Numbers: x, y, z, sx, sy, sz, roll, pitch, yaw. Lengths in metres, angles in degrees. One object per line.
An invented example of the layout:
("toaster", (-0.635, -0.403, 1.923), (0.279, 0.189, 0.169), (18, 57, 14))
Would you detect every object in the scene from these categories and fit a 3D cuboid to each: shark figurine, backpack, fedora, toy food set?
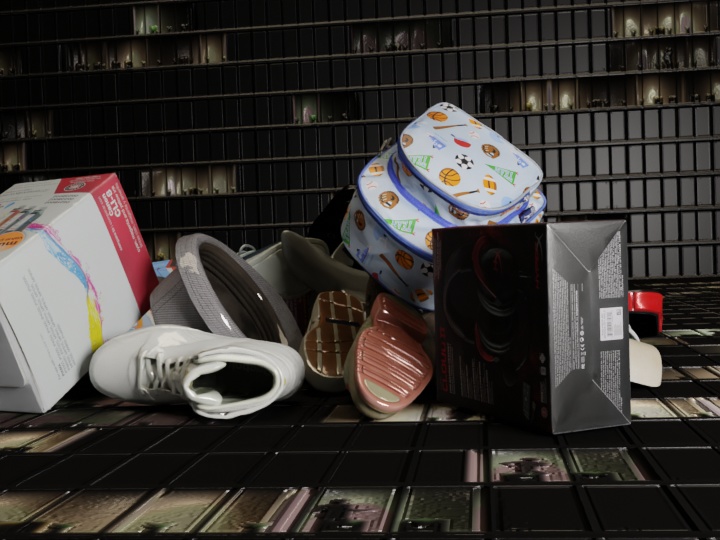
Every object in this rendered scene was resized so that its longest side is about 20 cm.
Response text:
("shark figurine", (0.017, 0.010, 1.160), (0.210, 0.131, 0.089), (-8, 22, -18))
("backpack", (0.080, -0.058, 1.005), (0.198, 0.155, 0.190), (33, 51, 18))
("fedora", (-0.143, 0.057, 1.022), (0.090, 0.178, 0.200), (-34, -32, 11))
("toy food set", (0.183, 0.077, 0.981), (0.141, 0.062, 0.200), (16, -2, -15))

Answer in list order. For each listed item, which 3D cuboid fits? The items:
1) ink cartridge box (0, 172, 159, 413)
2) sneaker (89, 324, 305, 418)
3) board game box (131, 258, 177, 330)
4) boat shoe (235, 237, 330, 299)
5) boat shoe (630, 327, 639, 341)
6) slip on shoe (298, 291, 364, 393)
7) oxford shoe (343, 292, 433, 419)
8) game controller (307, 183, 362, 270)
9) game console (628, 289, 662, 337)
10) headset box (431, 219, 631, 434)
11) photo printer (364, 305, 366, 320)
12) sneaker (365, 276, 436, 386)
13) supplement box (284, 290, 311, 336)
("ink cartridge box", (-0.318, 0.019, 0.962), (0.143, 0.147, 0.201), (-2, 29, 26))
("sneaker", (-0.153, 0.085, 0.867), (0.196, 0.075, 0.116), (-1, -1, 5))
("board game box", (-0.236, 0.051, 1.149), (0.197, 0.037, 0.151), (-11, 44, -37))
("boat shoe", (-0.121, 0.011, 1.164), (0.199, 0.076, 0.061), (-31, 26, -34))
("boat shoe", (0.228, 0.038, 1.103), (0.197, 0.075, 0.067), (22, 3, -20))
("slip on shoe", (-0.029, 0.085, 1.029), (0.075, 0.062, 0.201), (11, 20, -7))
("oxford shoe", (0.018, 0.089, 0.874), (0.070, 0.074, 0.200), (32, 19, -1))
("game controller", (0.033, -0.023, 1.234), (0.198, 0.105, 0.042), (33, 18, -21))
("game console", (0.288, 0.056, 1.257), (0.173, 0.032, 0.200), (-1, -13, 17))
("headset box", (0.124, 0.038, 0.801), (0.074, 0.152, 0.199), (-3, 3, -23))
("photo printer", (0.079, 0.069, 1.164), (0.163, 0.071, 0.200), (-4, 2, 0))
("sneaker", (0.059, 0.055, 1.030), (0.074, 0.071, 0.201), (12, 28, -21))
("supplement box", (-0.100, 0.056, 1.293), (0.196, 0.105, 0.131), (-3, 1, 17))
